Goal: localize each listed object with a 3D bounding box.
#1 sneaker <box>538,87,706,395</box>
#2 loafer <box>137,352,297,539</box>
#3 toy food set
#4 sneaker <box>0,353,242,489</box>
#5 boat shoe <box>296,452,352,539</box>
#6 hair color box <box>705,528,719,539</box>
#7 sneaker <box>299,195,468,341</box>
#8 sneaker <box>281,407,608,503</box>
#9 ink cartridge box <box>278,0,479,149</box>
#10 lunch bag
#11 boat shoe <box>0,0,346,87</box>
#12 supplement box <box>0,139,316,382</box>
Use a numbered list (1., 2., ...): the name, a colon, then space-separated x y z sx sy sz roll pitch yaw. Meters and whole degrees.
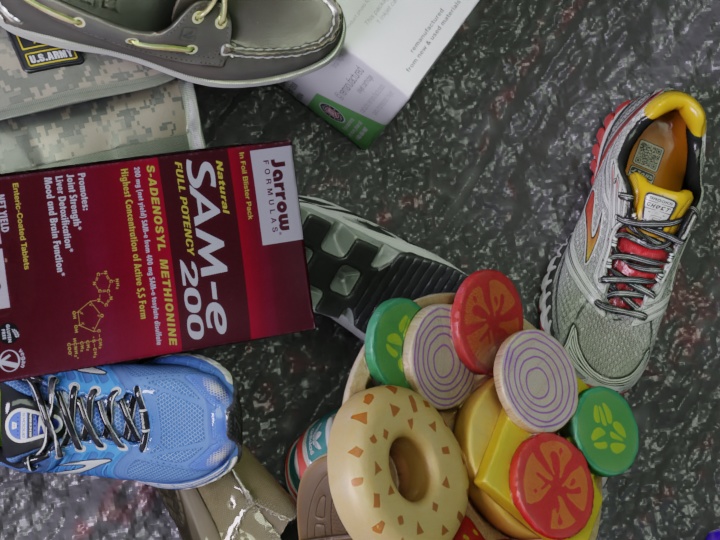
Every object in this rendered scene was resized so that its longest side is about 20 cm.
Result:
1. sneaker: 0.163 -0.021 1.535 0.078 0.082 0.201 15 77 -9
2. loafer: -0.076 0.133 1.461 0.067 0.076 0.201 -20 93 -16
3. toy food set: 0.068 0.101 1.413 0.200 0.049 0.198 39 55 -23
4. sneaker: -0.153 0.087 1.390 0.199 0.089 0.079 -2 93 31
5. boat shoe: 0.025 0.184 1.450 0.200 0.072 0.065 63 30 -16
6. hair color box: 0.228 0.266 1.501 0.109 0.065 0.200 27 73 -6
7. sneaker: 0.000 0.000 1.504 0.200 0.089 0.074 31 99 -28
8. sneaker: 0.058 0.111 1.475 0.199 0.093 0.071 2 68 -11
9. ink cartridge box: -0.042 -0.176 1.490 0.200 0.146 0.084 36 76 -2
10. lunch bag: -0.177 -0.073 1.425 0.164 0.118 0.201 -14 93 -24
11. boat shoe: -0.103 -0.146 1.371 0.201 0.060 0.072 8 77 -10
12. supplement box: -0.130 -0.006 1.352 0.199 0.061 0.109 -10 94 -26
